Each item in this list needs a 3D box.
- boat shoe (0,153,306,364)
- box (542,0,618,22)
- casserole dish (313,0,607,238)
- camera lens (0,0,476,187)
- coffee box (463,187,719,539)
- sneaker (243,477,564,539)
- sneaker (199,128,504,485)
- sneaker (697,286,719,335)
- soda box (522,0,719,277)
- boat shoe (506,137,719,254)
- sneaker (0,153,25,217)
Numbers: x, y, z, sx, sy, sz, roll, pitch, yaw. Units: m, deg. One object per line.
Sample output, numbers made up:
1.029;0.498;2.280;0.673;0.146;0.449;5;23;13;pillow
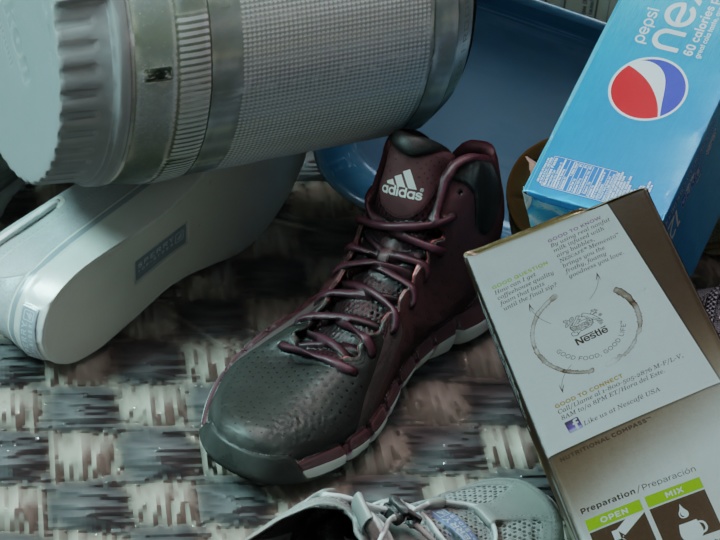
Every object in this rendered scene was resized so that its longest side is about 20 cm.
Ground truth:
-0.103;-0.027;1.129;0.068;0.072;0.200;27;50;26;boat shoe
0.163;-0.137;1.261;0.199;0.128;0.109;6;36;-2;box
0.072;-0.069;1.171;0.199;0.122;0.039;19;5;7;casserole dish
-0.061;-0.125;1.063;0.199;0.160;0.160;-12;40;-23;camera lens
0.115;0.082;0.932;0.079;0.115;0.200;-21;48;1;coffee box
0.008;0.117;0.925;0.200;0.082;0.075;-21;44;-40;sneaker
0.000;0.000;1.059;0.075;0.116;0.200;24;39;22;sneaker
0.193;0.015;1.057;0.199;0.114;0.076;16;37;13;sneaker
0.141;-0.084;1.061;0.064;0.068;0.200;17;62;23;soda box
0.166;-0.040;1.116;0.200;0.063;0.073;-13;71;1;boat shoe
-0.156;-0.084;1.141;0.074;0.079;0.200;37;59;4;sneaker
